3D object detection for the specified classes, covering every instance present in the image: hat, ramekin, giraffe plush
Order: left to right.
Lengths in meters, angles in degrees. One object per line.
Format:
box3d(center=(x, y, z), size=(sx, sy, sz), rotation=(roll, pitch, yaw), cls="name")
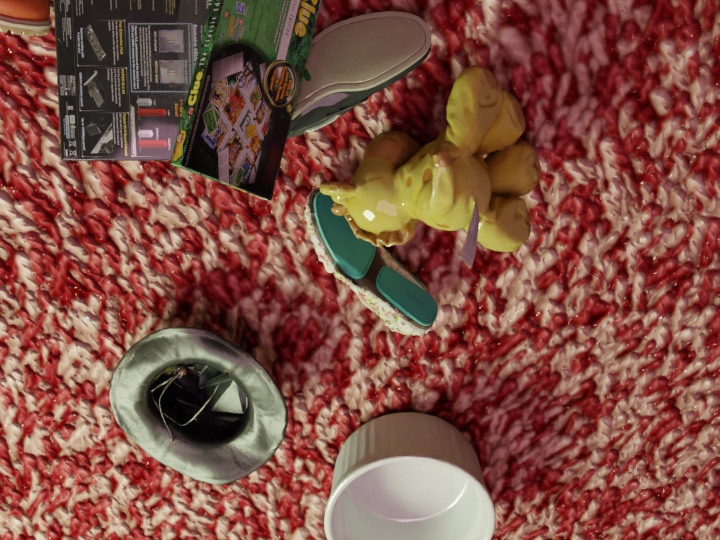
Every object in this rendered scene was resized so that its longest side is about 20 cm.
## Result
box3d(center=(-0.174, 0.137, 1.055), size=(0.197, 0.081, 0.204), rotation=(1, 113, 3), cls="hat")
box3d(center=(0.056, 0.266, 1.118), size=(0.196, 0.098, 0.204), rotation=(0, 120, 0), cls="ramekin")
box3d(center=(0.060, -0.080, 0.896), size=(0.160, 0.201, 0.174), rotation=(-4, 130, 36), cls="giraffe plush")

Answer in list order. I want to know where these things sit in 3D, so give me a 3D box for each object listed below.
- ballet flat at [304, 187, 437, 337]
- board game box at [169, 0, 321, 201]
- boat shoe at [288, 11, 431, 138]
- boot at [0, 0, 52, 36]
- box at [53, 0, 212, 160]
box3d(center=(0.000, 0.000, 0.983), size=(0.200, 0.076, 0.064), rotation=(48, 144, -18), cls="ballet flat")
box3d(center=(-0.095, -0.173, 0.816), size=(0.104, 0.023, 0.204), rotation=(19, 83, -43), cls="board game box")
box3d(center=(-0.024, -0.180, 0.885), size=(0.197, 0.068, 0.073), rotation=(-25, 75, 9), cls="boat shoe")
box3d(center=(-0.345, -0.287, 0.811), size=(0.198, 0.075, 0.108), rotation=(32, 111, -16), cls="boot")
box3d(center=(-0.187, -0.199, 0.833), size=(0.155, 0.050, 0.204), rotation=(-1, 99, 0), cls="box")
